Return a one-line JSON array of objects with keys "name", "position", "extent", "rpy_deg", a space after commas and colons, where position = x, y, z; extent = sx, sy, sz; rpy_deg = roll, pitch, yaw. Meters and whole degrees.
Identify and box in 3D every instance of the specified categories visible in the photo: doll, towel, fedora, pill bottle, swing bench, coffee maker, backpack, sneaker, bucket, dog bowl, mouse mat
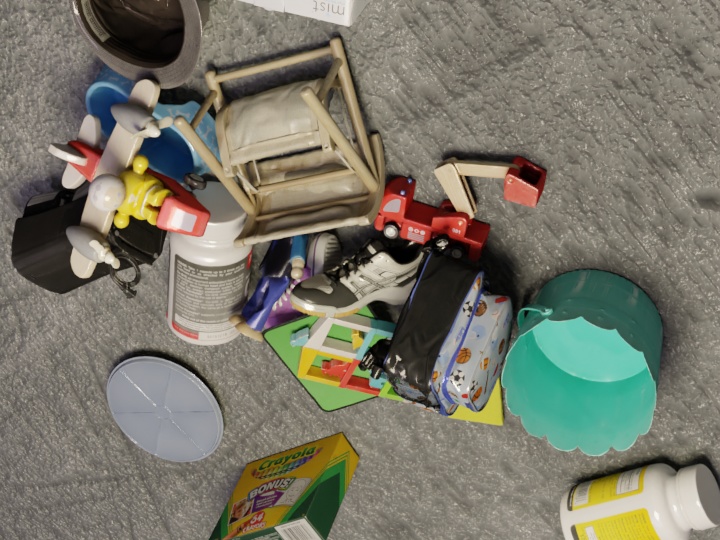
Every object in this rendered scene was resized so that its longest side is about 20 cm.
[{"name": "doll", "position": [-0.104, -0.009, 1.653], "extent": [0.048, 0.136, 0.202], "rpy_deg": [25, 93, -22]}, {"name": "towel", "position": [0.149, 0.123, 1.716], "extent": [0.085, 0.018, 0.203], "rpy_deg": [7, 126, 24]}, {"name": "fedora", "position": [-0.254, -0.322, 1.529], "extent": [0.197, 0.090, 0.179], "rpy_deg": [19, 126, 18]}, {"name": "pill bottle", "position": [-0.203, -0.009, 1.707], "extent": [0.112, 0.114, 0.202], "rpy_deg": [17, 127, 10]}, {"name": "swing bench", "position": [-0.090, -0.151, 1.559], "extent": [0.196, 0.130, 0.202], "rpy_deg": [-8, 124, 26]}, {"name": "coffee maker", "position": [-0.373, -0.042, 1.705], "extent": [0.198, 0.193, 0.135], "rpy_deg": [-19, 123, 33]}, {"name": "backpack", "position": [0.109, 0.089, 1.577], "extent": [0.153, 0.202, 0.191], "rpy_deg": [27, 166, 13]}, {"name": "sneaker", "position": [-0.088, 0.028, 1.714], "extent": [0.113, 0.073, 0.203], "rpy_deg": [18, 128, 14]}, {"name": "pill bottle", "position": [0.377, 0.323, 1.695], "extent": [0.198, 0.112, 0.112], "rpy_deg": [-22, 112, 33]}, {"name": "bucket", "position": [0.280, 0.109, 1.573], "extent": [0.204, 0.135, 0.210], "rpy_deg": [11, 125, 15]}, {"name": "dog bowl", "position": [-0.271, -0.189, 1.634], "extent": [0.199, 0.050, 0.112], "rpy_deg": [34, 138, 6]}, {"name": "mouse mat", "position": [-0.025, 0.119, 1.734], "extent": [0.159, 0.008, 0.201], "rpy_deg": [-19, 134, 18]}, {"name": "sneaker", "position": [0.000, 0.000, 1.613], "extent": [0.076, 0.197, 0.089], "rpy_deg": [45, 139, 49]}]

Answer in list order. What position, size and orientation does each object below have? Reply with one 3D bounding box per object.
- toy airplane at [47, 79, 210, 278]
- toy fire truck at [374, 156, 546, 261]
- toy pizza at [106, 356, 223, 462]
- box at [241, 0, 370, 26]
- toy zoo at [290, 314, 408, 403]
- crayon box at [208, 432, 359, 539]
[{"name": "toy airplane", "position": [-0.300, -0.110, 1.546], "extent": [0.196, 0.141, 0.203], "rpy_deg": [-18, 96, 16]}, {"name": "toy fire truck", "position": [0.119, -0.088, 1.561], "extent": [0.197, 0.049, 0.143], "rpy_deg": [19, 127, 11]}, {"name": "toy pizza", "position": [-0.299, 0.210, 1.950], "extent": [0.197, 0.032, 0.203], "rpy_deg": [10, 125, 15]}, {"name": "box", "position": [-0.081, -0.388, 1.409], "extent": [0.197, 0.097, 0.179], "rpy_deg": [15, 128, 12]}, {"name": "toy zoo", "position": [-0.002, 0.114, 1.709], "extent": [0.197, 0.021, 0.132], "rpy_deg": [14, 134, -15]}, {"name": "crayon box", "position": [-0.114, 0.341, 1.871], "extent": [0.198, 0.173, 0.059], "rpy_deg": [-22, 116, 32]}]
